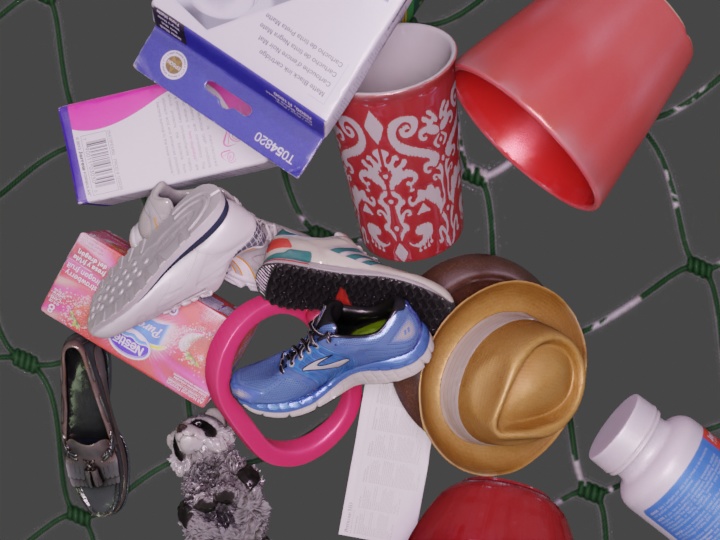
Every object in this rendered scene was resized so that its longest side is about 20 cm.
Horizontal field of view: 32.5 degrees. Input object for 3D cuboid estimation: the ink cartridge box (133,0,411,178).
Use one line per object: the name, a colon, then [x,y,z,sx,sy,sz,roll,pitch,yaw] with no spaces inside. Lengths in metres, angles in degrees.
ink cartridge box: [-0.083,-0.219,1.099,0.198,0.041,0.201,33,94,9]

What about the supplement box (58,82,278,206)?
supplement box: [-0.193,-0.137,1.272,0.197,0.103,0.103,-12,91,6]

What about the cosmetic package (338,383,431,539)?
cosmetic package: [0.033,0.180,1.295,0.081,0.051,0.203,10,93,-1]

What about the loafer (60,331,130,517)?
loafer: [-0.292,0.167,1.311,0.071,0.063,0.203,-8,92,4]

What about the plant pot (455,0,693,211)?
plant pot: [0.215,-0.190,1.209,0.200,0.200,0.177,44,84,1]

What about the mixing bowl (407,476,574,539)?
mixing bowl: [0.138,0.275,1.240,0.198,0.201,0.110,14,66,3]

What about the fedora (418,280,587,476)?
fedora: [0.154,0.110,1.195,0.198,0.082,0.204,-3,96,-25]

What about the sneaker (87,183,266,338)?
sneaker: [-0.182,0.008,1.196,0.199,0.077,0.080,-38,131,17]

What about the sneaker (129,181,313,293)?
sneaker: [-0.128,-0.038,1.249,0.197,0.076,0.092,7,136,-19]

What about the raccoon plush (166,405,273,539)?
raccoon plush: [-0.150,0.245,1.314,0.096,0.134,0.202,-16,124,-10]

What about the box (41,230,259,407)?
box: [-0.215,0.047,1.282,0.199,0.100,0.096,31,94,1]

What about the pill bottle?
pill bottle: [0.334,0.218,1.246,0.199,0.112,0.113,38,94,0]

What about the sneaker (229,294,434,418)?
sneaker: [-0.035,0.071,1.169,0.198,0.079,0.090,-21,122,6]

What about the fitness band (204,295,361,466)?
fitness band: [-0.077,0.112,1.259,0.143,0.037,0.201,-40,128,-12]

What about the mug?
mug: [0.052,-0.132,1.218,0.132,0.177,0.202,20,137,35]

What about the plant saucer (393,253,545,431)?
plant saucer: [0.126,0.083,1.260,0.198,0.034,0.203,1,88,-16]

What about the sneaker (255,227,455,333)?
sneaker: [-0.001,0.000,1.218,0.197,0.094,0.071,11,131,-1]

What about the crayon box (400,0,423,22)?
crayon box: [-0.019,-0.261,1.203,0.051,0.200,0.126,38,95,23]
